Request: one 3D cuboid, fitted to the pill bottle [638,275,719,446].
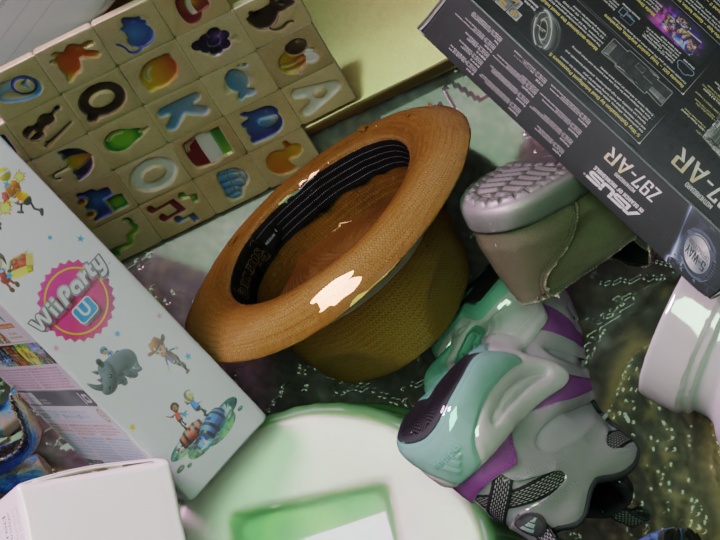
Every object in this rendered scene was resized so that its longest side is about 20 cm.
[{"bbox_3d":[0.248,0.063,1.456,0.199,0.116,0.117,26,86,14],"label":"pill bottle"}]

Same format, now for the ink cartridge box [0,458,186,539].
[{"bbox_3d":[-0.148,0.190,1.467,0.084,0.200,0.146,-8,76,-23],"label":"ink cartridge box"}]

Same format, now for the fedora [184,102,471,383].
[{"bbox_3d":[0.000,0.000,1.504,0.200,0.201,0.082,-41,109,3],"label":"fedora"}]

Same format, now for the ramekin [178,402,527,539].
[{"bbox_3d":[-0.009,0.162,1.500,0.199,0.098,0.201,-2,80,11],"label":"ramekin"}]

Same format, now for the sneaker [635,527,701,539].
[{"bbox_3d":[0.112,0.170,1.437,0.078,0.199,0.076,-12,81,40],"label":"sneaker"}]

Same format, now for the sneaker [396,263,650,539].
[{"bbox_3d":[0.100,0.074,1.485,0.140,0.200,0.078,42,128,-11],"label":"sneaker"}]

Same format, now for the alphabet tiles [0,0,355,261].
[{"bbox_3d":[-0.108,-0.079,1.534,0.199,0.167,0.006,-26,49,6],"label":"alphabet tiles"}]

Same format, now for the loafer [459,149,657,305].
[{"bbox_3d":[0.129,-0.038,1.487,0.075,0.199,0.070,6,114,49],"label":"loafer"}]

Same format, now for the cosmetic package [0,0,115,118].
[{"bbox_3d":[-0.221,-0.214,1.505,0.199,0.166,0.168,23,48,-22],"label":"cosmetic package"}]

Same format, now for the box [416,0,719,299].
[{"bbox_3d":[0.150,-0.105,1.450,0.200,0.044,0.160,42,51,1],"label":"box"}]

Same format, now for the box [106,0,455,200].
[{"bbox_3d":[-0.049,-0.151,1.600,0.199,0.021,0.164,-26,77,6],"label":"box"}]

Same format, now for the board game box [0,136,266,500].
[{"bbox_3d":[-0.155,0.026,1.485,0.200,0.147,0.064,46,73,-14],"label":"board game box"}]

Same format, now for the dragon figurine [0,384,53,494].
[{"bbox_3d":[-0.216,0.108,1.522,0.099,0.200,0.059,-25,93,-16],"label":"dragon figurine"}]
